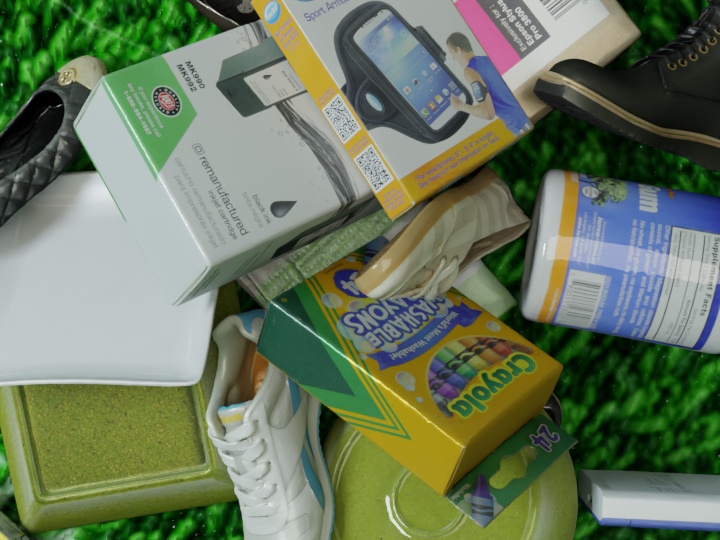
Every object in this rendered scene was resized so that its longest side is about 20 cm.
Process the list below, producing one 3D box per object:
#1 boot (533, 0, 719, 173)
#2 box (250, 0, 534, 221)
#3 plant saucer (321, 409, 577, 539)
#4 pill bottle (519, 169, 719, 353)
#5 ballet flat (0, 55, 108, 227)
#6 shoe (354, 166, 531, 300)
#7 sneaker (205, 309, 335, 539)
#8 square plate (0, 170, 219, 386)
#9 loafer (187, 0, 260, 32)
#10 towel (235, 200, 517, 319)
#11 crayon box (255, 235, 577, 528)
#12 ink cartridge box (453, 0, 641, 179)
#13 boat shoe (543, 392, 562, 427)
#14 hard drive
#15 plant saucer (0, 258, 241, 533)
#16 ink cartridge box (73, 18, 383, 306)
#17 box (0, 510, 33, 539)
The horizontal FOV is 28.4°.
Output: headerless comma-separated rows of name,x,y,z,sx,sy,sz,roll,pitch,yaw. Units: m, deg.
boot,0.220,-0.154,0.999,0.199,0.077,0.139,12,103,-38
box,0.017,-0.148,0.962,0.119,0.041,0.201,-33,91,-29
plant saucer,0.052,0.162,1.005,0.199,0.031,0.201,-5,74,16
pill bottle,0.220,-0.002,1.018,0.199,0.112,0.113,10,90,1
ballet flat,-0.255,-0.085,1.040,0.066,0.057,0.200,23,68,42
shoe,0.063,-0.020,0.976,0.053,0.200,0.070,47,125,5
sneaker,-0.069,0.128,1.008,0.076,0.081,0.201,-14,75,39
square plate,-0.186,0.007,1.011,0.197,0.029,0.201,-2,50,12
loafer,-0.122,-0.240,1.050,0.200,0.071,0.073,40,91,1
towel,0.000,0.000,1.066,0.149,0.031,0.200,-44,89,2
crayon box,0.045,0.068,0.963,0.200,0.126,0.052,36,131,21
ink cartridge box,0.078,-0.194,1.042,0.165,0.075,0.200,-39,90,0
boat shoe,0.079,0.168,1.044,0.072,0.066,0.201,36,91,1
hard drive,0.261,0.164,1.006,0.199,0.132,0.026,2,89,2
plant saucer,-0.180,0.089,1.048,0.198,0.048,0.201,-10,95,5
ink cartridge box,-0.069,-0.087,0.974,0.199,0.084,0.146,-27,83,-32
box,-0.275,0.256,1.067,0.200,0.048,0.117,41,91,4
